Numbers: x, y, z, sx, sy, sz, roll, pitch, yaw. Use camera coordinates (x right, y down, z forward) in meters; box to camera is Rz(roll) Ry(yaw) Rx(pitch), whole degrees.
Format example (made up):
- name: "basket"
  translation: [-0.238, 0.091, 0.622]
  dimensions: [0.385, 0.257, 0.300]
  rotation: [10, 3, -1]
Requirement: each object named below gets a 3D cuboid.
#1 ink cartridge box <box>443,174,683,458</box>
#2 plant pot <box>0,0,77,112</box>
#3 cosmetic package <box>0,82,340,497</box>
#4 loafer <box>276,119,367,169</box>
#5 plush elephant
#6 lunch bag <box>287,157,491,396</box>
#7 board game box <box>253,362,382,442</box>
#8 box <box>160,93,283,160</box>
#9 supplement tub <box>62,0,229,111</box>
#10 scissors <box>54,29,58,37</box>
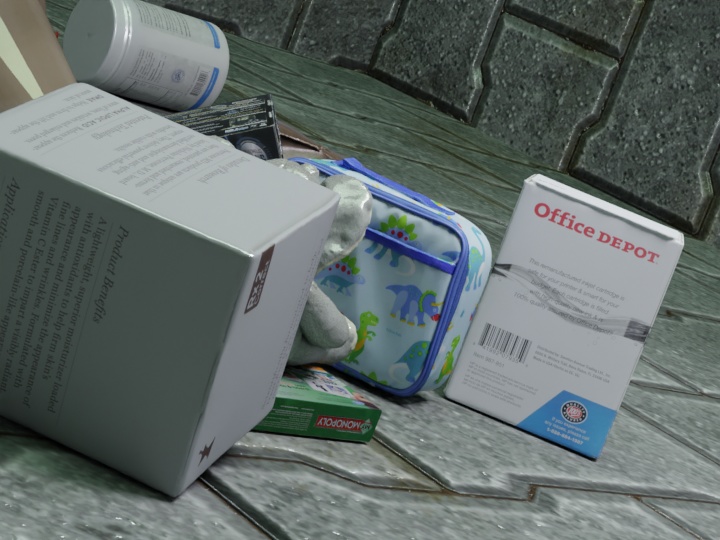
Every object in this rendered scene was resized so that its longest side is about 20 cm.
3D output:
- name: "ink cartridge box"
  translation: [0.176, 0.036, 1.674]
  dimensions: [0.144, 0.202, 0.084]
  rotation: [22, 10, 7]
- name: "plant pot"
  translation: [-0.292, -0.122, 1.489]
  dimensions: [0.174, 0.200, 0.200]
  rotation: [48, 20, 19]
- name: "cosmetic package"
  translation: [-0.146, 0.005, 1.211]
  dimensions: [0.199, 0.166, 0.165]
  rotation: [24, 22, 11]
- name: "loafer"
  translation: [-0.050, -0.088, 1.772]
  dimensions: [0.199, 0.074, 0.071]
  rotation: [13, 13, -39]
- name: "plush elephant"
  translation: [-0.069, -0.018, 1.408]
  dimensions: [0.164, 0.156, 0.200]
  rotation: [26, 11, 6]
- name: "lunch bag"
  translation: [0.000, 0.000, 1.620]
  dimensions: [0.199, 0.162, 0.082]
  rotation: [26, 11, 21]
- name: "board game box"
  translation: [-0.097, 0.075, 1.405]
  dimensions: [0.199, 0.029, 0.134]
  rotation: [12, 14, -44]
- name: "box"
  translation: [-0.165, -0.096, 1.629]
  dimensions: [0.198, 0.044, 0.160]
  rotation: [-12, 15, -1]
- name: "supplement tub"
  translation: [-0.290, -0.296, 2.648]
  dimensions: [0.199, 0.133, 0.132]
  rotation: [13, 13, -41]
- name: "scissors"
  translation: [-0.489, -0.375, 3.000]
  dimensions: [0.072, 0.014, 0.200]
  rotation: [19, 9, -1]
